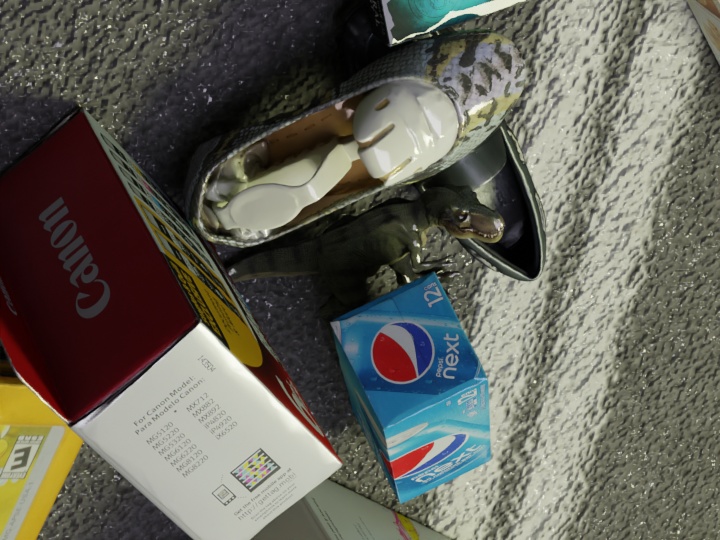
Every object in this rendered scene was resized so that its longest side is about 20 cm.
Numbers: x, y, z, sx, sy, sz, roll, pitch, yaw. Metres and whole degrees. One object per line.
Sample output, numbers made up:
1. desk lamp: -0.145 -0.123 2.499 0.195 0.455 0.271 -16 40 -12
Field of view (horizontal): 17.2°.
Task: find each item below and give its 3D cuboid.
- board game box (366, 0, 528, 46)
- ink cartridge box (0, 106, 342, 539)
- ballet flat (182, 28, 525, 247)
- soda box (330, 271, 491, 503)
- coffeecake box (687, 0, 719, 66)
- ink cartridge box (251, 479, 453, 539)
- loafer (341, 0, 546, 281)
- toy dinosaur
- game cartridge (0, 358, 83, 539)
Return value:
1. board game box: 0.053 -0.226 1.190 0.135 0.028 0.201 -19 118 -14
2. ink cartridge box: -0.117 0.018 1.182 0.084 0.200 0.176 -39 132 4
3. ballet flat: -0.005 -0.060 1.229 0.199 0.072 0.072 -23 134 18
4. soda box: 0.031 0.069 1.321 0.064 0.068 0.200 -26 164 -4
5. coffeecake box: 0.273 -0.160 1.347 0.153 0.073 0.200 -36 131 0
6. ink cartridge box: -0.002 0.235 1.436 0.200 0.145 0.146 30 105 -39
7. loafer: 0.053 -0.071 1.296 0.068 0.070 0.201 -35 131 -1
8. toy dinosaur: 0.000 0.000 1.309 0.199 0.048 0.088 -18 139 24
9. game cartridge: -0.238 0.138 1.271 0.176 0.032 0.201 6 113 -52
